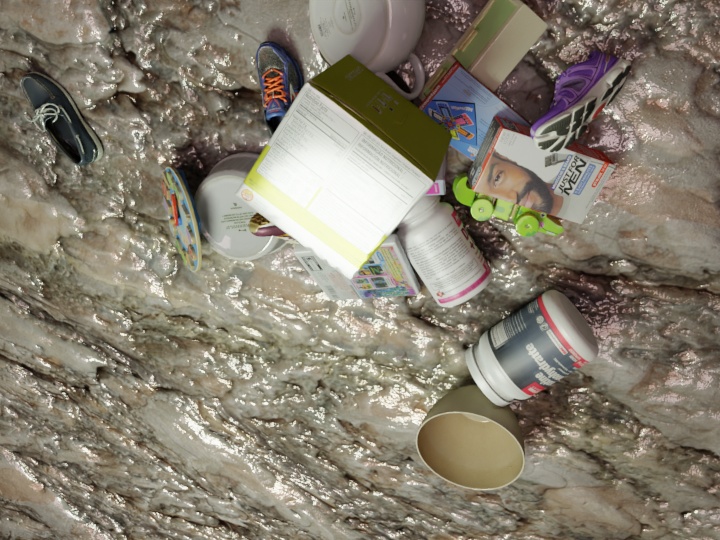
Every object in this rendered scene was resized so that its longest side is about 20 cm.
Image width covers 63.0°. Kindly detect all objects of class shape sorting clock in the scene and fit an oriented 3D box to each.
[{"bbox_3d":[-0.334,-0.093,1.090,0.039,0.200,0.201,-13,115,-24],"label":"shape sorting clock"}]

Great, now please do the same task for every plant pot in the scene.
[{"bbox_3d":[0.220,0.300,1.131,0.200,0.135,0.201,11,125,16],"label":"plant pot"}]

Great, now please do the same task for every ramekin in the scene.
[{"bbox_3d":[-0.216,-0.111,1.092,0.201,0.094,0.203,5,113,11],"label":"ramekin"}]

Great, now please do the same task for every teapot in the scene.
[{"bbox_3d":[0.030,-0.391,0.894,0.197,0.146,0.200,41,134,23],"label":"teapot"}]

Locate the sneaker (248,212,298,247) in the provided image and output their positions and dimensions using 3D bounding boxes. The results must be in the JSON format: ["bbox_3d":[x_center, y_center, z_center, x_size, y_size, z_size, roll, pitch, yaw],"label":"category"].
[{"bbox_3d":[-0.108,-0.067,1.034,0.075,0.200,0.090,22,117,41],"label":"sneaker"}]

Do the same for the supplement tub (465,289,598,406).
[{"bbox_3d":[0.304,0.141,1.050,0.200,0.140,0.140,-39,99,24],"label":"supplement tub"}]

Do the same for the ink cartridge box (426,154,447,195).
[{"bbox_3d":[0.045,-0.176,0.991,0.199,0.120,0.042,0,143,12],"label":"ink cartridge box"}]

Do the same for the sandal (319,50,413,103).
[{"bbox_3d":[0.008,-0.307,0.972,0.200,0.082,0.055,41,154,6],"label":"sandal"}]

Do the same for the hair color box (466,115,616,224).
[{"bbox_3d":[0.285,-0.158,0.939,0.199,0.064,0.111,15,121,-11],"label":"hair color box"}]

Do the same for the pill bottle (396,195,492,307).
[{"bbox_3d":[0.134,-0.046,1.027,0.113,0.113,0.200,-29,103,22],"label":"pill bottle"}]

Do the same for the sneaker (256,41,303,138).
[{"bbox_3d":[-0.135,-0.288,1.007,0.075,0.078,0.201,-9,110,16],"label":"sneaker"}]

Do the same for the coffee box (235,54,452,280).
[{"bbox_3d":[-0.014,-0.151,0.830,0.200,0.200,0.198,37,122,-6],"label":"coffee box"}]

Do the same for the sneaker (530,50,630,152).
[{"bbox_3d":[0.316,-0.255,0.883,0.083,0.200,0.081,38,160,26],"label":"sneaker"}]

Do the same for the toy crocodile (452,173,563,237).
[{"bbox_3d":[0.250,-0.108,0.999,0.199,0.068,0.062,20,115,4],"label":"toy crocodile"}]

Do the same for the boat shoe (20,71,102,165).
[{"bbox_3d":[-0.581,-0.287,1.121,0.075,0.062,0.200,-26,104,24],"label":"boat shoe"}]

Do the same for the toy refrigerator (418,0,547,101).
[{"bbox_3d":[0.182,-0.323,0.907,0.070,0.076,0.200,19,123,-37],"label":"toy refrigerator"}]

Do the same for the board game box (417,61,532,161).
[{"bbox_3d":[0.181,-0.233,0.926,0.200,0.019,0.103,23,119,-38],"label":"board game box"}]

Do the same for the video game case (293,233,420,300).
[{"bbox_3d":[0.000,0.000,1.059,0.181,0.024,0.200,-5,151,16],"label":"video game case"}]
